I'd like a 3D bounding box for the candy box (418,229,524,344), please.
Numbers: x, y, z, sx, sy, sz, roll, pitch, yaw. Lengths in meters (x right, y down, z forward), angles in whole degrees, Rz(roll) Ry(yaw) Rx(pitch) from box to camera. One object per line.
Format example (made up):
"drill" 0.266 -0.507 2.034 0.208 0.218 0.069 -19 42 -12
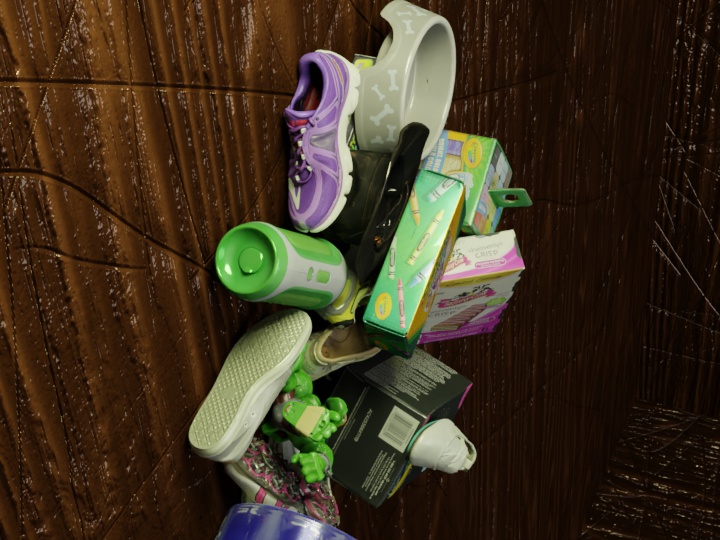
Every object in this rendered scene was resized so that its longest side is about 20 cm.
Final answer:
"candy box" 0.127 0.027 1.762 0.200 0.135 0.061 102 -23 -62

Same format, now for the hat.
"hat" 0.008 -0.088 1.533 0.201 0.081 0.202 22 90 -77

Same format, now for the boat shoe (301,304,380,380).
"boat shoe" -0.004 0.080 1.655 0.200 0.063 0.074 -33 96 -43

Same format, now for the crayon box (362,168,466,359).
"crayon box" 0.067 -0.007 1.593 0.119 0.058 0.201 73 38 -73

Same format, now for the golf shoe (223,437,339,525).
"golf shoe" -0.108 0.266 1.563 0.200 0.092 0.073 46 21 -43

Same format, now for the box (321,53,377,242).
"box" -0.011 -0.146 1.612 0.110 0.035 0.201 54 53 -63

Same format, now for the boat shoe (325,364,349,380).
"boat shoe" 0.011 0.056 1.751 0.075 0.066 0.200 68 41 -58

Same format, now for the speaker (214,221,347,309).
"speaker" -0.082 -0.003 1.447 0.200 0.088 0.089 13 91 -69

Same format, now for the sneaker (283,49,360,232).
"sneaker" -0.059 -0.143 1.467 0.083 0.080 0.201 7 88 -56

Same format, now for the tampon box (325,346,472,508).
"tampon box" 0.039 0.199 1.778 0.150 0.126 0.200 -63 164 18

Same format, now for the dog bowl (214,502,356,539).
"dog bowl" -0.076 0.346 1.524 0.200 0.199 0.079 70 36 -55

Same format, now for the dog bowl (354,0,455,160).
"dog bowl" 0.059 -0.223 1.613 0.200 0.058 0.201 13 90 -68

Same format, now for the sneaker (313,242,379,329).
"sneaker" 0.000 0.000 1.646 0.077 0.075 0.200 54 49 -10

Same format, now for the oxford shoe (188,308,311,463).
"oxford shoe" -0.117 0.127 1.456 0.201 0.075 0.058 -58 142 -24

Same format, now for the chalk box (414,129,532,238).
"chalk box" 0.122 -0.104 1.748 0.124 0.199 0.124 47 59 -65

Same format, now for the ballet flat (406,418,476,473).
"ballet flat" 0.114 0.230 1.710 0.200 0.069 0.070 27 78 -74

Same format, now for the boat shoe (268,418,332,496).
"boat shoe" -0.068 0.235 1.659 0.075 0.068 0.201 -56 151 -42

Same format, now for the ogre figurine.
"ogre figurine" -0.069 0.158 1.525 0.098 0.200 0.120 -34 155 -11
